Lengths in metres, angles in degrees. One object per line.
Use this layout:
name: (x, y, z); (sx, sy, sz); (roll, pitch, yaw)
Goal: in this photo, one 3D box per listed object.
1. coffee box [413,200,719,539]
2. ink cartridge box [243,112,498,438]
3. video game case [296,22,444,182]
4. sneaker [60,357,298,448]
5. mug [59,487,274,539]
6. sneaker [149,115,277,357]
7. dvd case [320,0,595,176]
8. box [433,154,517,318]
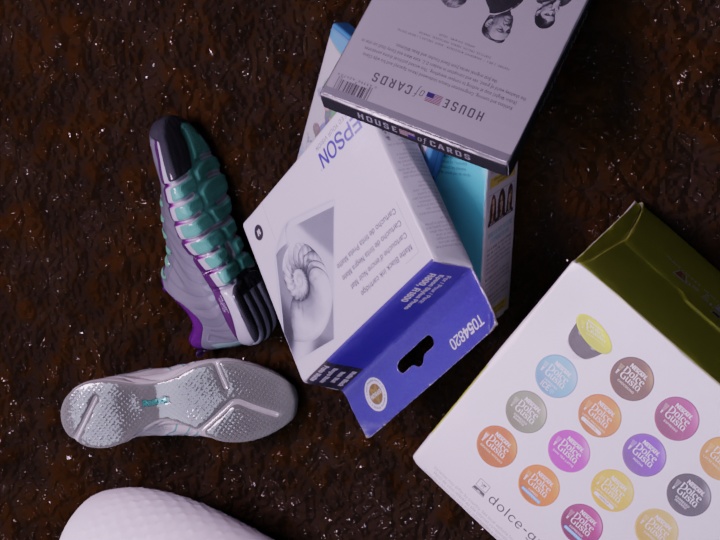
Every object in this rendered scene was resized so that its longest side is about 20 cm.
coffee box: (0.193, 0.102, 1.211); (0.199, 0.200, 0.198); (41, 114, 8)
ink cartridge box: (0.000, 0.000, 1.264); (0.200, 0.040, 0.202); (-46, 62, 46)
video game case: (-0.001, -0.068, 1.299); (0.143, 0.018, 0.202); (44, 129, 39)
sneaker: (-0.150, 0.107, 1.434); (0.198, 0.080, 0.071); (-2, 96, 4)
mug: (-0.165, 0.283, 1.453); (0.174, 0.148, 0.201); (23, 141, 24)
sneaker: (-0.146, -0.024, 1.394); (0.087, 0.074, 0.202); (-18, 97, 30)
dvd case: (0.080, -0.178, 1.215); (0.149, 0.025, 0.201); (22, 70, 16)
box: (0.085, -0.060, 1.280); (0.049, 0.082, 0.203); (8, 106, 20)
